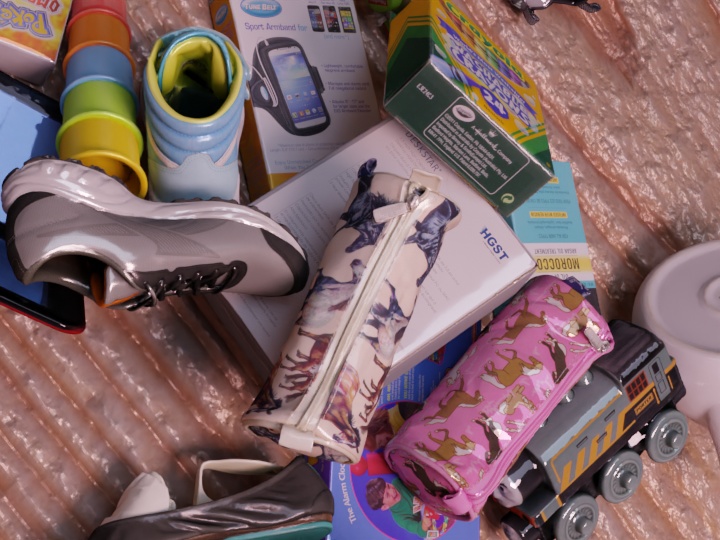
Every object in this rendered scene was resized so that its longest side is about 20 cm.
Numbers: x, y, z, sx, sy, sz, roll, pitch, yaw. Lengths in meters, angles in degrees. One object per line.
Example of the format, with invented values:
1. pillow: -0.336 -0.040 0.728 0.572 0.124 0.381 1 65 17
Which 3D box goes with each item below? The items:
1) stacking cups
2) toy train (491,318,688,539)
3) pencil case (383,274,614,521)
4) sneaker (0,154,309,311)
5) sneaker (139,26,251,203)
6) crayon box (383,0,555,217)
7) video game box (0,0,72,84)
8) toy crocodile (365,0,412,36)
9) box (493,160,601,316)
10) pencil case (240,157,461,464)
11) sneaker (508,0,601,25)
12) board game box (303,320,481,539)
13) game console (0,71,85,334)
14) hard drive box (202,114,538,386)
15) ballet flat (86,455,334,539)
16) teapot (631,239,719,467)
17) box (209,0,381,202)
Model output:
1. stacking cups: -0.184 -0.125 0.790 0.060 0.061 0.201 12 42 -28
2. toy train: 0.180 0.131 0.917 0.200 0.085 0.114 -38 123 -16
3. pencil case: 0.104 0.093 0.847 0.083 0.087 0.200 45 66 -1
4. sneaker: -0.125 -0.005 0.713 0.199 0.074 0.080 11 55 -27
5. sneaker: -0.114 -0.133 0.792 0.079 0.131 0.200 -4 47 -13
6. crayon box: 0.080 -0.141 0.872 0.126 0.052 0.200 39 25 -19
7. video game box: -0.293 -0.251 0.805 0.199 0.047 0.183 19 68 -25
8. toy crocodile: 0.050 -0.212 1.000 0.067 0.062 0.201 -31 96 -34
9. box: 0.157 0.006 0.996 0.082 0.049 0.201 -2 75 -32
10. pencil case: -0.004 0.030 0.730 0.078 0.090 0.201 21 70 11
11. sneaker: 0.196 -0.314 1.114 0.140 0.078 0.200 47 66 -12
12. board game box: 0.026 0.115 0.883 0.134 0.045 0.201 14 68 -27
13. game console: -0.247 -0.067 0.726 0.200 0.119 0.173 28 68 -22
14. hard drive box: 0.000 0.000 0.829 0.200 0.077 0.156 -33 78 -16
15. ballet flat: -0.114 0.167 0.768 0.199 0.068 0.069 -8 64 -28
16. teapot: 0.341 0.074 1.033 0.199 0.197 0.146 -29 129 -16
17. box: -0.048 -0.151 0.928 0.119 0.041 0.201 -5 75 -33
